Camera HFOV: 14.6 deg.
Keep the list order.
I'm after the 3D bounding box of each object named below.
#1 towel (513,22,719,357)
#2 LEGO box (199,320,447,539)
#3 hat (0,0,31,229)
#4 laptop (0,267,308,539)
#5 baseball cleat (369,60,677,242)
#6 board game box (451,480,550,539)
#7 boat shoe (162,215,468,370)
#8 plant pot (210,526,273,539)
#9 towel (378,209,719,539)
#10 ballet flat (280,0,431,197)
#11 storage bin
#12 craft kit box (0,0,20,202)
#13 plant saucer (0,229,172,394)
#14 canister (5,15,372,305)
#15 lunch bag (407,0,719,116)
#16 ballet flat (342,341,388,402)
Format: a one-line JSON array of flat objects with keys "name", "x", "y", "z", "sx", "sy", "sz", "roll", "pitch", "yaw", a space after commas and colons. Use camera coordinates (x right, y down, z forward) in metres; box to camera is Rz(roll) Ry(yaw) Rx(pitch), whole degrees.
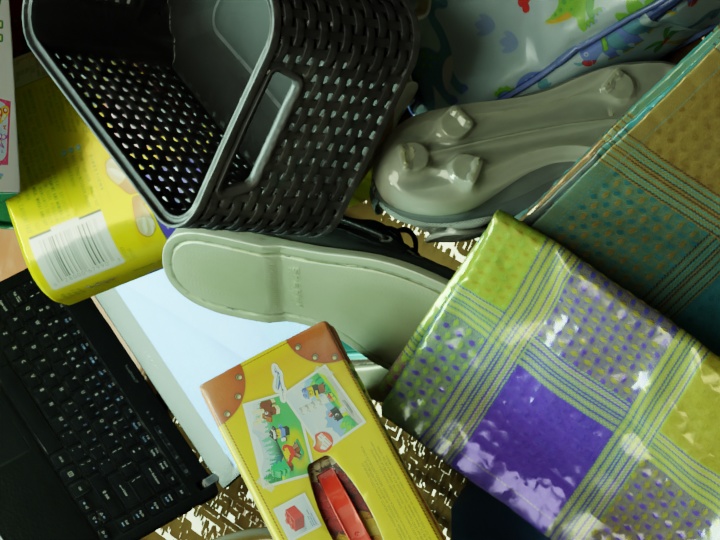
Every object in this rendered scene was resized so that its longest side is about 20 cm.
[{"name": "towel", "x": 0.190, "y": -0.043, "z": 1.366, "sx": 0.200, "sy": 0.146, "sz": 0.022, "roll": -45, "pitch": 23, "yaw": 28}, {"name": "LEGO box", "x": 0.004, "y": 0.147, "z": 1.438, "sx": 0.077, "sy": 0.149, "sz": 0.201, "roll": -27, "pitch": 69, "yaw": -3}, {"name": "hat", "x": -0.238, "y": -0.143, "z": 1.624, "sx": 0.165, "sy": 0.176, "sz": 0.201, "roll": 3, "pitch": 77, "yaw": 35}, {"name": "laptop", "x": -0.139, "y": 0.050, "z": 1.587, "sx": 0.178, "sy": 0.199, "sz": 0.103, "roll": 55, "pitch": 153, "yaw": 15}, {"name": "baseball cleat", "x": 0.102, "y": -0.059, "z": 1.433, "sx": 0.199, "sy": 0.106, "sz": 0.070, "roll": -4, "pitch": 75, "yaw": -6}, {"name": "board game box", "x": 0.119, "y": 0.185, "z": 1.476, "sx": 0.157, "sy": 0.039, "sz": 0.201, "roll": -3, "pitch": 85, "yaw": 43}, {"name": "boat shoe", "x": 0.000, "y": 0.002, "z": 1.462, "sx": 0.198, "sy": 0.066, "sz": 0.075, "roll": 12, "pitch": 131, "yaw": 16}, {"name": "plant pot", "x": -0.058, "y": 0.218, "z": 1.534, "sx": 0.200, "sy": 0.200, "sz": 0.028, "roll": 29, "pitch": 153, "yaw": 33}, {"name": "towel", "x": 0.114, "y": 0.076, "z": 1.385, "sx": 0.200, "sy": 0.023, "sz": 0.144, "roll": 39, "pitch": 122, "yaw": 8}, {"name": "ballet flat", "x": 0.008, "y": -0.118, "z": 1.425, "sx": 0.069, "sy": 0.063, "sz": 0.201, "roll": 23, "pitch": 105, "yaw": 53}, {"name": "storage bin", "x": -0.073, "y": -0.122, "z": 1.403, "sx": 0.200, "sy": 0.093, "sz": 0.136, "roll": 51, "pitch": 126, "yaw": 41}, {"name": "craft kit box", "x": -0.241, "y": -0.123, "z": 1.558, "sx": 0.200, "sy": 0.048, "sz": 0.199, "roll": 163, "pitch": 102, "yaw": -65}, {"name": "plant saucer", "x": -0.185, "y": 0.014, "z": 1.704, "sx": 0.199, "sy": 0.032, "sz": 0.202, "roll": 2, "pitch": 93, "yaw": 37}, {"name": "canister", "x": -0.100, "y": -0.080, "z": 1.551, "sx": 0.199, "sy": 0.087, "sz": 0.149, "roll": -21, "pitch": 79, "yaw": 11}, {"name": "lunch bag", "x": 0.092, "y": -0.169, "z": 1.454, "sx": 0.199, "sy": 0.082, "sz": 0.162, "roll": -29, "pitch": 72, "yaw": 34}, {"name": "ballet flat", "x": 0.058, "y": 0.048, "z": 1.503, "sx": 0.199, "sy": 0.069, "sz": 0.070, "roll": -16, "pitch": 83, "yaw": 36}]
